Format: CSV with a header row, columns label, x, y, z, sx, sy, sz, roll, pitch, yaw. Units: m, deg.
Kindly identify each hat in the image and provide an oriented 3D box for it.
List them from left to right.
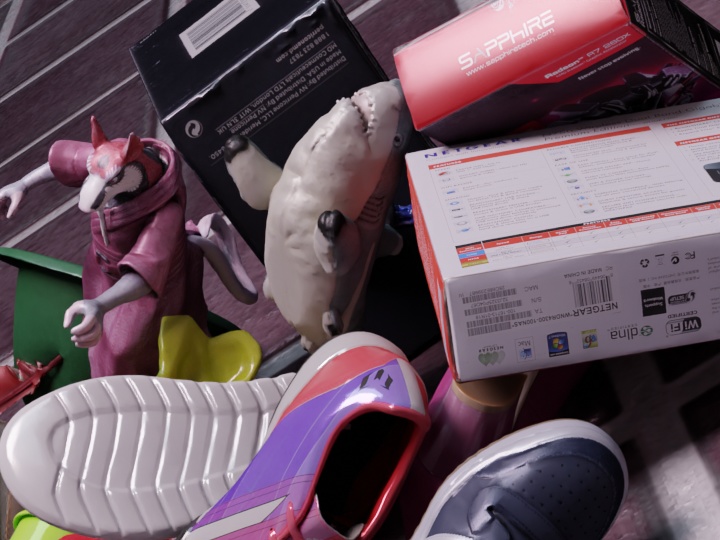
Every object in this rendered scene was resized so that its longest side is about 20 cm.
label,x,y,z,sx,sy,sz,roll,pitch,yaw
hat,-0.188,0.092,1.304,0.199,0.165,0.178,12,80,41

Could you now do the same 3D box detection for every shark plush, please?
label,x,y,z,sx,sy,sz,roll,pitch,yaw
shark plush,0.000,0.000,1.068,0.083,0.202,0.091,-30,37,-27

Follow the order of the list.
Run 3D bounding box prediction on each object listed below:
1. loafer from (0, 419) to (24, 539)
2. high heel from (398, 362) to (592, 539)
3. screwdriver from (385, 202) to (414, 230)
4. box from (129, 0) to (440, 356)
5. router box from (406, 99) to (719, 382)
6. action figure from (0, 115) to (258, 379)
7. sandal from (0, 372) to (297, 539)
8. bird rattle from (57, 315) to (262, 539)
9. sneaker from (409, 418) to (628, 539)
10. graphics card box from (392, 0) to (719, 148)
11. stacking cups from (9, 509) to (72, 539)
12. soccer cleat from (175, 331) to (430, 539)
label,x,y,z,sx,sy,sz,roll,pitch,yaw
loafer,-0.222,0.164,1.166,0.072,0.063,0.201,-31,32,25
high heel,0.072,0.064,0.999,0.200,0.067,0.097,-53,-15,-62
screwdriver,0.055,-0.034,1.115,0.198,0.029,0.028,-7,-17,-11
box,-0.026,-0.067,1.207,0.123,0.199,0.200,-37,20,2
router box,0.128,-0.022,0.947,0.198,0.049,0.180,-10,21,0
action figure,-0.113,-0.012,1.118,0.148,0.201,0.135,-20,58,-19
sandal,-0.071,0.093,0.985,0.200,0.050,0.083,-4,61,-8
bird rattle,-0.067,0.112,1.035,0.162,0.113,0.201,-7,34,23
sneaker,0.034,0.148,0.818,0.200,0.070,0.109,-41,14,7
graphics card box,0.121,-0.092,1.064,0.125,0.199,0.051,-26,67,25
stacking cups,-0.188,0.189,1.078,0.060,0.061,0.201,-13,38,47
soccer cleat,-0.035,0.123,0.921,0.201,0.068,0.073,-58,24,8
